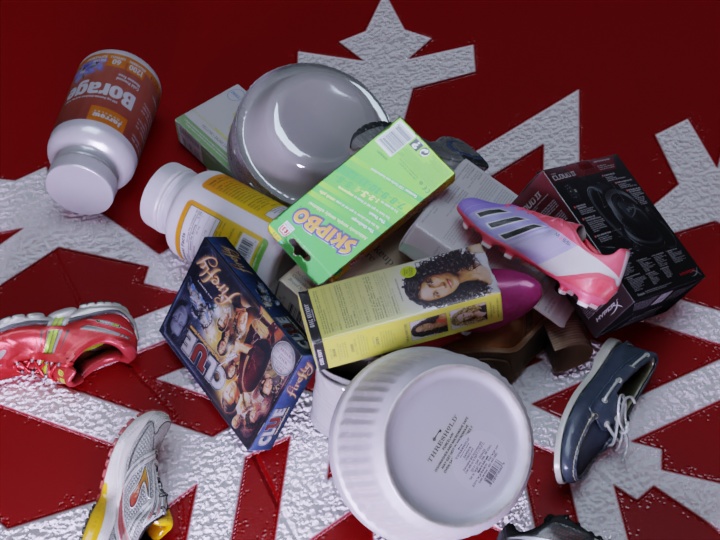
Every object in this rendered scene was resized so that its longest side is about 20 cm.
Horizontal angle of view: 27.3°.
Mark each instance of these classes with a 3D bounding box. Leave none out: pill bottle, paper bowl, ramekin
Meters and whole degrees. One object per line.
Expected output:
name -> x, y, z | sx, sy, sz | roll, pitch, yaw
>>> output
pill bottle -> -0.321, -0.170, 1.830 | 0.111, 0.113, 0.201 | 6, 49, 6
paper bowl -> -0.055, -0.157, 1.777 | 0.199, 0.104, 0.202 | 6, 66, -13
pill bottle -> -0.155, -0.048, 1.722 | 0.199, 0.111, 0.111 | 28, 55, 23
ramekin -> 0.077, 0.173, 1.464 | 0.199, 0.105, 0.201 | 3, 82, -20

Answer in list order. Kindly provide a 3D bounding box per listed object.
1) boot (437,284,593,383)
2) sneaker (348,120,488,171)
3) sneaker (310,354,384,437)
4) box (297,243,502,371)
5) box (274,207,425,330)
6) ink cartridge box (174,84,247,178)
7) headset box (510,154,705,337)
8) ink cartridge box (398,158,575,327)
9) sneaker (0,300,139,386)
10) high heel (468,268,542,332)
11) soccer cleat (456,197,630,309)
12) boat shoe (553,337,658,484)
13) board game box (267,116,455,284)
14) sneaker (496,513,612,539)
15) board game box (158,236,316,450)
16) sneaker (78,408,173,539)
boot -> 0.147, 0.051, 1.655 | 0.199, 0.077, 0.156 | -15, 48, -7
sneaker -> 0.063, -0.117, 1.747 | 0.199, 0.087, 0.075 | 12, 28, -39
sneaker -> 0.033, 0.154, 1.541 | 0.199, 0.116, 0.074 | 24, 51, 19
box -> 0.040, 0.037, 1.514 | 0.199, 0.050, 0.075 | -16, 49, -4
box -> 0.000, 0.000, 1.689 | 0.095, 0.078, 0.200 | 40, 60, 13
ink cartridge box -> -0.114, -0.185, 1.885 | 0.200, 0.048, 0.145 | -34, 56, -23
headset box -> 0.270, -0.039, 1.660 | 0.148, 0.077, 0.200 | -15, 64, -45
ink cartridge box -> 0.160, -0.021, 1.671 | 0.200, 0.050, 0.161 | 37, 41, 2
sneaker -> -0.341, 0.093, 1.630 | 0.199, 0.077, 0.085 | -16, 56, -12
high heel -> 0.087, 0.029, 1.567 | 0.199, 0.096, 0.068 | -2, 83, 27
soccer cleat -> 0.194, -0.034, 1.583 | 0.200, 0.067, 0.077 | 35, 100, 25
boat shoe -> 0.261, 0.152, 1.570 | 0.062, 0.075, 0.200 | 12, 40, 26
board game box -> 0.000, -0.074, 1.636 | 0.200, 0.030, 0.096 | -39, 72, -13
sneaker -> 0.220, 0.285, 1.452 | 0.199, 0.071, 0.098 | 0, 51, 3
board game box -> -0.133, 0.077, 1.600 | 0.034, 0.136, 0.200 | 0, 38, -45
sneaker -> -0.224, 0.236, 1.509 | 0.082, 0.078, 0.201 | 10, 59, 5
